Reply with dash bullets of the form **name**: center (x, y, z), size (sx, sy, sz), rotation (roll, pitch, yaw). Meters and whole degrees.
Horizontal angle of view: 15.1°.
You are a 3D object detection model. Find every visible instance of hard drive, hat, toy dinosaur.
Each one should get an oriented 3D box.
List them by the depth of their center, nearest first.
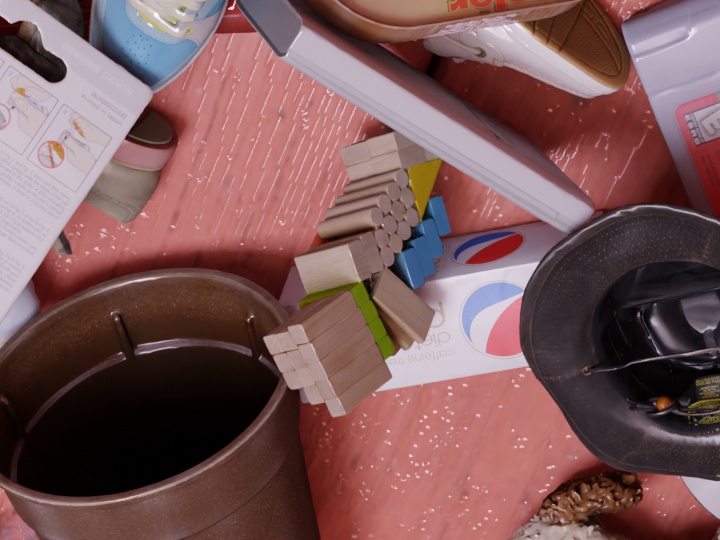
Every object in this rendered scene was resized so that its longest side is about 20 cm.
- **hard drive**: center (0.030, -0.094, 1.510), size (0.199, 0.132, 0.026), rotation (30, 100, -22)
- **toy dinosaur**: center (-0.197, -0.107, 1.524), size (0.087, 0.047, 0.202), rotation (2, 104, -13)
- **hat**: center (0.188, 0.024, 1.531), size (0.199, 0.081, 0.202), rotation (7, 130, 8)

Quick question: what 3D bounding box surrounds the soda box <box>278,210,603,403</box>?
- **soda box**: center (0.055, 0.022, 1.621), size (0.198, 0.064, 0.069), rotation (-10, 112, 12)

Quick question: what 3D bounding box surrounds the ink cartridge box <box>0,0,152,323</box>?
- **ink cartridge box**: center (-0.236, -0.062, 1.497), size (0.162, 0.050, 0.201), rotation (35, 84, -18)

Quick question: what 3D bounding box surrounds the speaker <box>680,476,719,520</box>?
- **speaker**: center (0.274, 0.065, 1.580), size (0.081, 0.081, 0.200), rotation (40, 123, -10)

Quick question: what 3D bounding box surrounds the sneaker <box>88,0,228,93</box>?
- **sneaker**: center (-0.102, -0.163, 1.466), size (0.079, 0.131, 0.201), rotation (27, 116, -5)

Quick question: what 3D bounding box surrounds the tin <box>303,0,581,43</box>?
- **tin**: center (0.052, -0.185, 1.480), size (0.199, 0.042, 0.113), rotation (-10, 75, -23)

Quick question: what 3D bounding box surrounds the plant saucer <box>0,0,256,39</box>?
- **plant saucer**: center (-0.145, -0.222, 1.538), size (0.198, 0.037, 0.201), rotation (-1, 115, 9)

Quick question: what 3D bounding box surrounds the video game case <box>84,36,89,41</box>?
- **video game case**: center (-0.165, -0.234, 1.565), size (0.142, 0.018, 0.201), rotation (-16, 110, 16)

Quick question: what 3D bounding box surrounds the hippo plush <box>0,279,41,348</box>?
- **hippo plush**: center (-0.272, 0.031, 1.598), size (0.199, 0.161, 0.159), rotation (-23, 123, 37)

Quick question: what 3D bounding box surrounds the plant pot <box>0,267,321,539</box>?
- **plant pot**: center (-0.111, 0.137, 1.627), size (0.199, 0.201, 0.199), rotation (-7, 129, 12)

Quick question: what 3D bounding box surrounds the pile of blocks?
- **pile of blocks**: center (0.000, 0.000, 1.569), size (0.062, 0.201, 0.082), rotation (-13, 132, 45)

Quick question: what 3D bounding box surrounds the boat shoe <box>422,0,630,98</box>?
- **boat shoe**: center (0.061, -0.153, 1.544), size (0.199, 0.071, 0.069), rotation (33, 130, -10)

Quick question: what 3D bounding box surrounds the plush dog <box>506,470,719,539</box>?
- **plush dog**: center (0.156, 0.220, 1.663), size (0.171, 0.160, 0.201), rotation (33, 117, 19)

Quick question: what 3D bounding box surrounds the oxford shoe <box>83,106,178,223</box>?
- **oxford shoe**: center (-0.212, -0.085, 1.611), size (0.199, 0.071, 0.074), rotation (24, 119, -2)

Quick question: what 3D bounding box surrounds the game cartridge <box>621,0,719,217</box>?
- **game cartridge**: center (0.247, -0.077, 1.563), size (0.132, 0.041, 0.201), rotation (-21, 109, 13)
